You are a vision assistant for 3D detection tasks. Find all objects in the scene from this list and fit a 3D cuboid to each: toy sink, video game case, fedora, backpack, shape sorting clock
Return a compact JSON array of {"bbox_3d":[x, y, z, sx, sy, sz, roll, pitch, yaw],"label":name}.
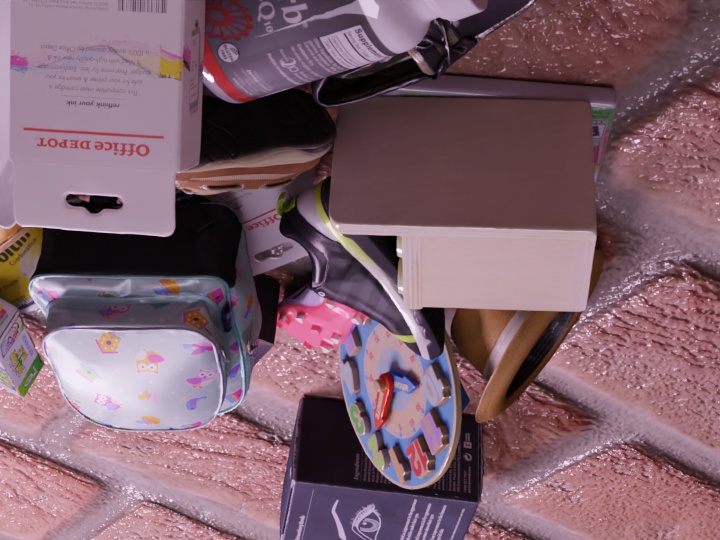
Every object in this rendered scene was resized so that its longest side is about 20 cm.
[{"bbox_3d":[0.080,-0.049,1.156,0.199,0.131,0.112,1,143,3],"label":"toy sink"},{"bbox_3d":[0.098,-0.089,1.226,0.199,0.022,0.183,4,143,-1],"label":"video game case"},{"bbox_3d":[0.136,0.042,1.313,0.082,0.201,0.201,36,145,15],"label":"fedora"},{"bbox_3d":[-0.169,0.048,1.217,0.175,0.154,0.200,-2,147,5],"label":"backpack"},{"bbox_3d":[0.030,0.100,1.346,0.039,0.201,0.200,-13,153,-32],"label":"shape sorting clock"}]

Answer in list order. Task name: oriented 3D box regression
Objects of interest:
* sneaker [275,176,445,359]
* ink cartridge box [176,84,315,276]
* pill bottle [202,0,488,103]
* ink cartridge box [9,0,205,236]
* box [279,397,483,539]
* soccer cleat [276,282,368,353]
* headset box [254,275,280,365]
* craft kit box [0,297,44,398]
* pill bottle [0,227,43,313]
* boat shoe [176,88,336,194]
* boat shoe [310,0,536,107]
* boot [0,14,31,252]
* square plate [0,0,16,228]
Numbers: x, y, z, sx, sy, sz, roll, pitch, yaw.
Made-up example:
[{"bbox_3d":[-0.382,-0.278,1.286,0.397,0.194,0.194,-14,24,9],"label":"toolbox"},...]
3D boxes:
[{"bbox_3d":[0.000,0.000,1.219,0.082,0.072,0.200,-21,124,24],"label":"sneaker"},{"bbox_3d":[-0.117,-0.083,1.214,0.116,0.068,0.200,-20,137,29],"label":"ink cartridge box"},{"bbox_3d":[-0.020,-0.195,1.018,0.199,0.116,0.116,-15,139,22],"label":"pill bottle"},{"bbox_3d":[-0.166,-0.129,0.974,0.116,0.068,0.201,5,100,6],"label":"ink cartridge box"},{"bbox_3d":[0.019,0.225,1.579,0.199,0.105,0.148,8,143,-5],"label":"box"},{"bbox_3d":[-0.020,0.021,1.347,0.067,0.077,0.200,35,156,-10],"label":"soccer cleat"},{"bbox_3d":[-0.176,0.055,1.396,0.148,0.075,0.200,20,140,-21],"label":"headset box"},{"bbox_3d":[-0.381,0.028,1.298,0.199,0.049,0.198,29,160,4],"label":"craft kit box"},{"bbox_3d":[-0.326,-0.059,1.228,0.111,0.113,0.200,-18,138,26],"label":"pill bottle"},{"bbox_3d":[-0.114,-0.086,1.089,0.199,0.076,0.074,-3,146,-29],"label":"boat shoe"},{"bbox_3d":[0.047,-0.171,1.085,0.199,0.065,0.072,-19,136,26],"label":"boat shoe"},{"bbox_3d":[-0.286,-0.101,1.112,0.201,0.071,0.144,-39,119,17],"label":"boot"},{"bbox_3d":[-0.272,-0.157,1.027,0.198,0.028,0.200,33,104,-25],"label":"square plate"}]
